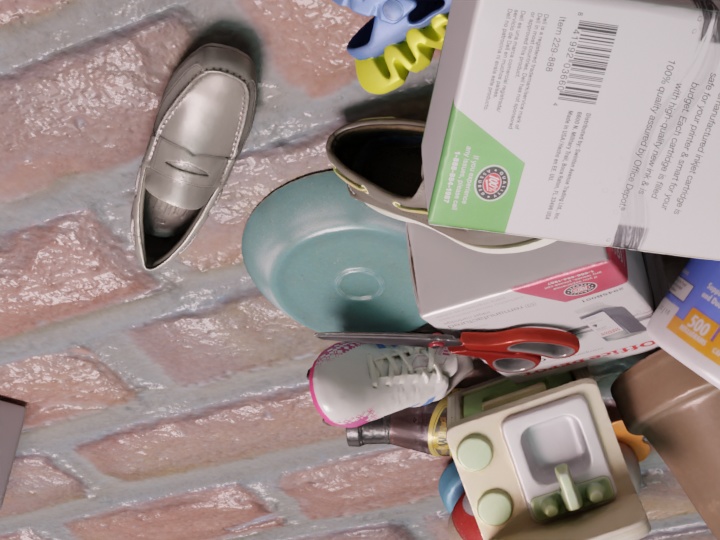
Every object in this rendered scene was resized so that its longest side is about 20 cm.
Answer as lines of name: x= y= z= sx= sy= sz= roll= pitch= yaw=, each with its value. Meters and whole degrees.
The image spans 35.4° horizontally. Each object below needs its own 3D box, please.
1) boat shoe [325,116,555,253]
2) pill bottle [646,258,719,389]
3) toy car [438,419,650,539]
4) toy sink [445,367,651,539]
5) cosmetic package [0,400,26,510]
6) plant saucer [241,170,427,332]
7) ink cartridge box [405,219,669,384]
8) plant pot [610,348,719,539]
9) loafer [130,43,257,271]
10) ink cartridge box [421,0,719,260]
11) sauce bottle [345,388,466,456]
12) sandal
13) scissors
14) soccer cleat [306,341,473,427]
boat shoe: x=0.057 y=-0.062 z=0.751 sx=0.201 sy=0.073 sz=0.060 roll=15 pitch=167 yaw=45
pill bottle: x=0.297 y=-0.010 z=0.778 sx=0.111 sy=0.112 sz=0.201 roll=27 pitch=100 yaw=-27
toy car: x=0.198 y=0.217 z=1.105 sx=0.176 sy=0.185 sz=0.201 roll=23 pitch=108 yaw=-22
toy sink: x=0.146 y=0.150 z=0.928 sx=0.129 sy=0.200 sz=0.113 roll=-20 pitch=97 yaw=8
cosmetic package: x=-0.461 y=0.204 z=1.119 sx=0.198 sy=0.124 sz=0.200 roll=19 pitch=139 yaw=-19
plant saucer: x=0.000 y=0.000 z=0.918 sx=0.198 sy=0.036 sz=0.201 roll=1 pitch=141 yaw=1
ink cartridge box: x=0.141 y=0.009 z=0.845 sx=0.144 sy=0.086 sz=0.200 roll=-17 pitch=155 yaw=23
plant pot: x=0.327 y=0.139 z=0.913 sx=0.198 sy=0.176 sz=0.201 roll=-17 pitch=161 yaw=-6
loafer: x=-0.121 y=-0.075 z=0.805 sx=0.069 sy=0.070 sz=0.201 roll=14 pitch=139 yaw=-14
ink cartridge box: x=0.143 y=-0.093 z=0.618 sx=0.198 sy=0.084 sz=0.147 roll=7 pitch=126 yaw=-6
sauce bottle: x=0.085 y=0.145 z=1.066 sx=0.198 sy=0.066 sz=0.066 roll=-4 pitch=140 yaw=6
sandal: x=0.050 y=-0.187 z=0.660 sx=0.199 sy=0.080 sz=0.087 roll=-34 pitch=112 yaw=30
scissors: x=0.068 y=0.047 z=0.799 sx=0.198 sy=0.014 sz=0.073 roll=13 pitch=153 yaw=-32
soccer cleat: x=0.030 y=0.082 z=0.944 sx=0.086 sy=0.071 sz=0.199 roll=-23 pitch=170 yaw=25
